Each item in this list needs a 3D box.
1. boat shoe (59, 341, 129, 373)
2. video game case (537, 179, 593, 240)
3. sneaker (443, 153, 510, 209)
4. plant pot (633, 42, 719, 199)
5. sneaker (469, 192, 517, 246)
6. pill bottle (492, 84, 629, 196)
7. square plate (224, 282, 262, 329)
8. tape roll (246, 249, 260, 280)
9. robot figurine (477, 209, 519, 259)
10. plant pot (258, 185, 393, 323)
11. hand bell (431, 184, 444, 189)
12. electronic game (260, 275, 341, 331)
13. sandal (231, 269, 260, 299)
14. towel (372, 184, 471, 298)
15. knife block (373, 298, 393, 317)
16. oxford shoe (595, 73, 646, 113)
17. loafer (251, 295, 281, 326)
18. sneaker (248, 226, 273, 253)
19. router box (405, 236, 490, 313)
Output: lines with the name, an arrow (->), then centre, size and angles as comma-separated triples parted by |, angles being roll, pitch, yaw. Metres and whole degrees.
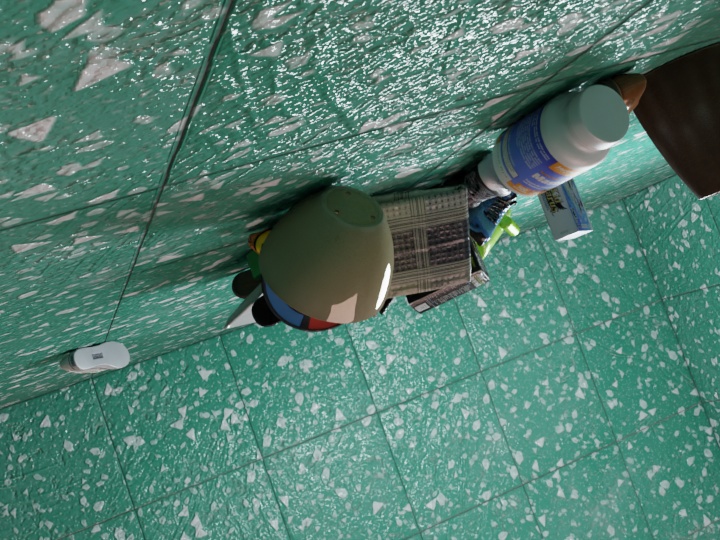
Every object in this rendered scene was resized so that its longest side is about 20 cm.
boat shoe -> -0.665, 0.224, 2.241 | 0.066, 0.072, 0.200 | -17, 176, 26
video game case -> 0.324, -0.142, 1.485 | 0.045, 0.182, 0.200 | -23, 175, 20
sneaker -> 0.200, -0.146, 1.557 | 0.114, 0.076, 0.200 | -24, 177, 16
plant pot -> 0.526, -0.217, 1.358 | 0.187, 0.200, 0.187 | -20, 175, -2
sneaker -> 0.242, -0.126, 1.659 | 0.090, 0.078, 0.200 | -24, -151, 35
pill bottle -> 0.281, -0.183, 1.259 | 0.112, 0.112, 0.200 | -18, 176, -25
square plate -> -0.144, 0.037, 1.719 | 0.200, 0.028, 0.198 | -14, 158, -47
tape roll -> -0.113, -0.037, 1.678 | 0.200, 0.048, 0.200 | -21, 176, -2
robot figurine -> 0.227, -0.095, 1.794 | 0.175, 0.116, 0.200 | 16, -132, 27
plant pot -> -0.032, -0.041, 1.289 | 0.200, 0.200, 0.135 | -16, 144, -41
hand bell -> 0.085, -0.103, 1.661 | 0.200, 0.104, 0.104 | -32, 175, -1
electronic game -> -0.075, 0.012, 1.564 | 0.200, 0.200, 0.042 | -19, -160, -8
sandal -> -0.184, 0.004, 1.818 | 0.200, 0.082, 0.055 | -14, 156, 22
towel -> 0.091, -0.048, 1.547 | 0.199, 0.193, 0.035 | -10, -150, -5
knife block -> 0.000, 0.000, 1.713 | 0.175, 0.200, 0.064 | -5, 135, -51
oxford shoe -> 0.368, -0.235, 1.313 | 0.071, 0.071, 0.200 | -25, 175, -5
loafer -> -0.106, 0.041, 1.636 | 0.200, 0.073, 0.072 | -22, 177, -8
sneaker -> -0.096, -0.056, 1.467 | 0.090, 0.070, 0.200 | 19, -160, 34
router box -> 0.139, -0.039, 1.685 | 0.150, 0.200, 0.062 | -26, 150, 16
